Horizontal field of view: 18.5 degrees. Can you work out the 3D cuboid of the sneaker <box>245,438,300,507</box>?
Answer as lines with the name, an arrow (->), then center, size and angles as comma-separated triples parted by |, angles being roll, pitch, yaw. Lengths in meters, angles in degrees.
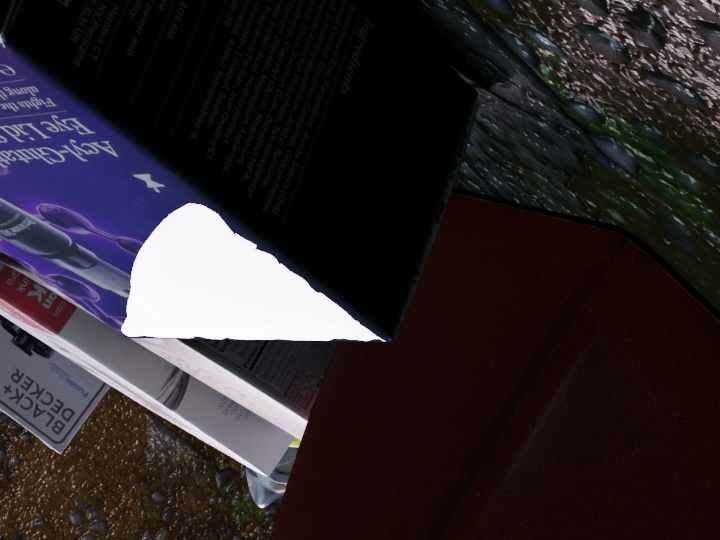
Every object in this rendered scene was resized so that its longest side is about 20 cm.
sneaker -> 0.007, 0.117, 1.460 | 0.199, 0.081, 0.074 | 5, -156, -26

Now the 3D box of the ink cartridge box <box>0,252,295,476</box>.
ink cartridge box -> -0.126, 0.011, 1.138 | 0.200, 0.083, 0.147 | 37, 171, -34

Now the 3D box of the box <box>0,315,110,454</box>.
box -> -0.180, 0.004, 1.419 | 0.116, 0.200, 0.060 | 39, 172, -11

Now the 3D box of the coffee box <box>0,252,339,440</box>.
coffee box -> -0.052, 0.016, 1.030 | 0.200, 0.080, 0.113 | 34, 170, -34

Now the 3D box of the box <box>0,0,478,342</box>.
box -> -0.080, -0.064, 0.763 | 0.147, 0.105, 0.200 | -2, 150, 44

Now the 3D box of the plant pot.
plant pot -> 0.078, 0.101, 0.942 | 0.200, 0.177, 0.200 | 41, 172, -23
